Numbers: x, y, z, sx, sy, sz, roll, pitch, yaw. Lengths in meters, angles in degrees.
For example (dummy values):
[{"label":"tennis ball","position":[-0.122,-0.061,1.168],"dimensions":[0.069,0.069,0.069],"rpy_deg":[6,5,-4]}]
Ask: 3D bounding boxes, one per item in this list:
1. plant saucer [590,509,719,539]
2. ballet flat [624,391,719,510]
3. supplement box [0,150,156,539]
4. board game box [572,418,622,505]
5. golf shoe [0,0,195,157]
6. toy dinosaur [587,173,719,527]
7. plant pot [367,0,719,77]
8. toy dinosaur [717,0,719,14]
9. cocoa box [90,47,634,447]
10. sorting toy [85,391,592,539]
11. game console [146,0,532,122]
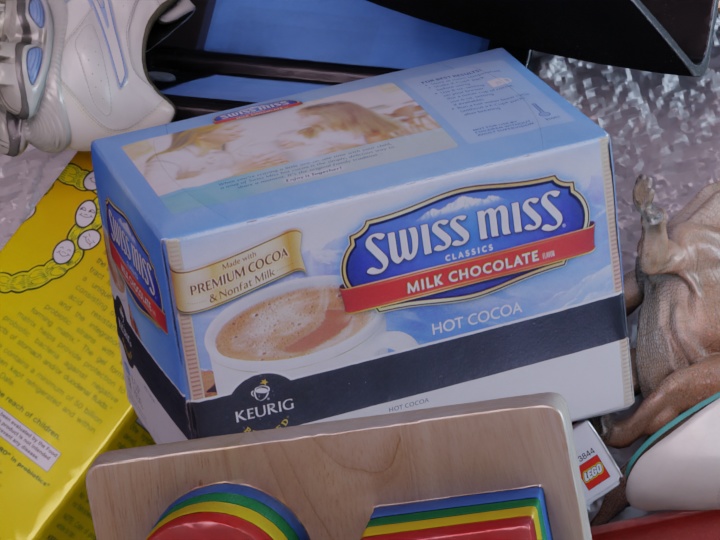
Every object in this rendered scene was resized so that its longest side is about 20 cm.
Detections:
[{"label":"plant saucer","position":[0.135,0.210,1.315],"dimensions":[0.200,0.037,0.200],"rpy_deg":[-12,68,10]},{"label":"ballet flat","position":[0.213,0.065,1.305],"dimensions":[0.200,0.069,0.069],"rpy_deg":[-26,65,-14]},{"label":"supplement box","position":[-0.129,0.053,1.405],"dimensions":[0.109,0.109,0.200],"rpy_deg":[34,83,23]},{"label":"board game box","position":[0.010,0.127,1.313],"dimensions":[0.200,0.126,0.035],"rpy_deg":[-32,98,-11]},{"label":"golf shoe","position":[-0.127,-0.139,1.397],"dimensions":[0.097,0.078,0.200],"rpy_deg":[6,62,-13]},{"label":"toy dinosaur","position":[0.164,0.028,1.353],"dimensions":[0.135,0.086,0.200],"rpy_deg":[9,91,-21]},{"label":"plant pot","position":[0.055,-0.212,1.340],"dimensions":[0.177,0.199,0.200],"rpy_deg":[-1,69,30]},{"label":"toy dinosaur","position":[0.201,-0.160,1.392],"dimensions":[0.101,0.058,0.200],"rpy_deg":[-25,83,-4]},{"label":"cocoa box","position":[0.000,0.000,1.277],"dimensions":[0.200,0.131,0.133],"rpy_deg":[-14,25,-14]},{"label":"sorting toy","position":[-0.002,0.165,1.185],"dimensions":[0.198,0.070,0.200],"rpy_deg":[-8,103,11]},{"label":"game console","position":[-0.022,-0.127,1.440],"dimensions":[0.200,0.176,0.117],"rpy_deg":[6,101,18]}]
